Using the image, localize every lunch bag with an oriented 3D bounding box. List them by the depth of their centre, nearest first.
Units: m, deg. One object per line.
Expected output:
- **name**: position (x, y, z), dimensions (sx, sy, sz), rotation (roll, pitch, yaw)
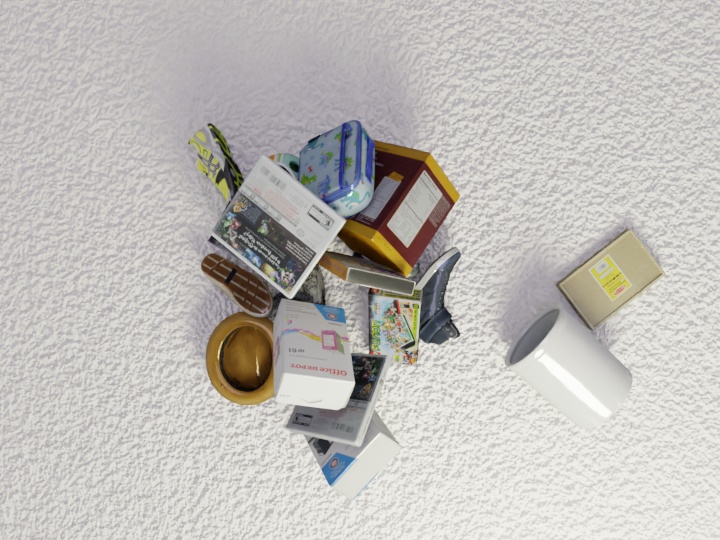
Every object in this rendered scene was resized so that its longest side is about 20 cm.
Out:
- **lunch bag**: position (-0.047, -0.195, 1.116), dimensions (0.158, 0.082, 0.203), rotation (-18, 50, 27)

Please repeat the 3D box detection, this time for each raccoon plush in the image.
- **raccoon plush**: position (-0.151, 0.016, 1.226), dimensions (0.131, 0.097, 0.205), rotation (-8, 94, 6)

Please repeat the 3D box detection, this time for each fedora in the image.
- **fedora**: position (-0.242, 0.188, 1.236), dimensions (0.196, 0.082, 0.205), rotation (0, 94, 3)

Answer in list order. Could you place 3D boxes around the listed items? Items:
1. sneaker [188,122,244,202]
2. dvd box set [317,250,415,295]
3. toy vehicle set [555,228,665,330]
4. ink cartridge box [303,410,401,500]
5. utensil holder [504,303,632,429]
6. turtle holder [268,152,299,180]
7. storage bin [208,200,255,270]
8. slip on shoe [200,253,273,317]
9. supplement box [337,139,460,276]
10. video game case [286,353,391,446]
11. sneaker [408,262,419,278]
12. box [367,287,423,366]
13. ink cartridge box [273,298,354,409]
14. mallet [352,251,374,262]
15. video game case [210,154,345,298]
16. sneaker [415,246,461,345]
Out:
- **sneaker**: position (-0.319, -0.225, 1.260), dimensions (0.075, 0.075, 0.203), rotation (-27, 77, 10)
- **dvd box set**: position (0.000, 0.000, 1.106), dimensions (0.144, 0.199, 0.030), rotation (13, 97, -26)
- **toy vehicle set**: position (0.543, 0.020, 1.224), dimensions (0.199, 0.027, 0.125), rotation (-37, 87, 2)
- **ink cartridge box**: position (-0.030, 0.336, 1.159), dimensions (0.145, 0.200, 0.084), rotation (-46, 127, 0)
- **utensil holder**: position (0.427, 0.196, 1.158), dimensions (0.199, 0.170, 0.171), rotation (40, 91, 1)
- **turtle holder**: position (-0.157, -0.163, 1.214), dimensions (0.138, 0.132, 0.189), rotation (-18, 87, 2)
- **storage bin**: position (-0.216, -0.063, 1.180), dimensions (0.134, 0.200, 0.095), rotation (30, 91, 3)
- **slip on shoe**: position (-0.264, 0.036, 1.227), dimensions (0.198, 0.061, 0.077), rotation (31, 74, 18)
- **supplement box**: position (0.055, -0.132, 1.140), dimensions (0.202, 0.196, 0.133), rotation (-54, 131, -8)
- **video game case**: position (-0.046, 0.253, 1.149), dimensions (0.197, 0.023, 0.184), rotation (-4, 52, 41)
- **sneaker**: position (0.103, -0.033, 1.234), dimensions (0.080, 0.074, 0.202), rotation (30, 98, -3)
- **box**: position (0.071, 0.117, 1.174), dimensions (0.108, 0.035, 0.203), rotation (7, 133, 10)
- **ink cartridge box**: position (-0.096, 0.163, 1.119), dimensions (0.142, 0.202, 0.086), rotation (10, 129, -18)
- **mallet**: position (0.048, -0.098, 1.252), dimensions (0.065, 0.041, 0.203), rotation (25, 85, 5)
- **video game case**: position (-0.155, -0.081, 1.051), dimensions (0.199, 0.023, 0.183), rotation (38, 100, 3)
- **sneaker**: position (0.182, 0.065, 1.210), dimensions (0.146, 0.077, 0.203), rotation (42, 101, 15)
